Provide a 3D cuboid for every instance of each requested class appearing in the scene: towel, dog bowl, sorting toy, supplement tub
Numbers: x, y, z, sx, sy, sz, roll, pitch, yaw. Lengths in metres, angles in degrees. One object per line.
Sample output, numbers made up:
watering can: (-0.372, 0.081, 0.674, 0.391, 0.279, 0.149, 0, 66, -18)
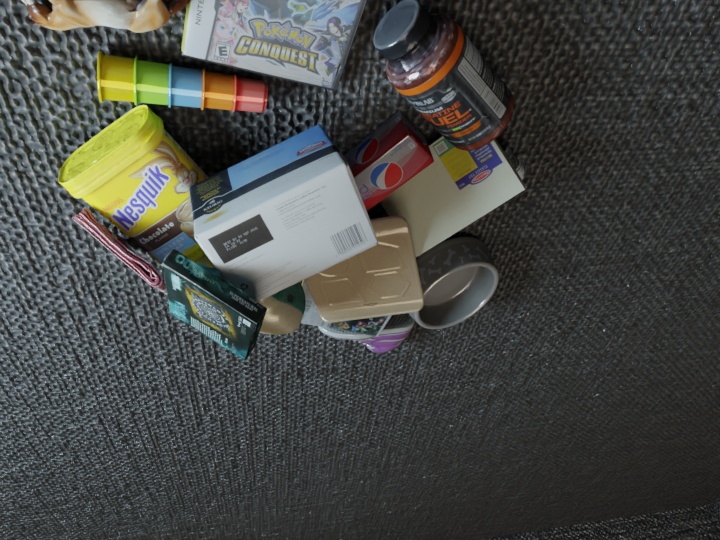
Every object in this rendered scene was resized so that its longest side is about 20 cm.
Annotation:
towel: (-0.320, -0.013, 0.829, 0.023, 0.144, 0.200, -49, 179, -12)
dog bowl: (0.168, 0.031, 1.073, 0.199, 0.059, 0.201, -17, 140, -14)
sorting toy: (0.000, 0.000, 0.929, 0.184, 0.037, 0.200, -8, 134, 9)
supplement tub: (0.105, -0.248, 0.735, 0.107, 0.107, 0.200, -36, 133, 25)

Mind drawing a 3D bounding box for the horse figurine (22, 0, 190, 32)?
horse figurine: (-0.262, -0.294, 0.605, 0.199, 0.050, 0.133, -7, 166, -12)

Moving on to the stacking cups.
stacking cups: (-0.217, -0.232, 0.714, 0.199, 0.061, 0.061, -1, 138, -18)

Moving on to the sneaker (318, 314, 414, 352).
sneaker: (0.004, 0.131, 1.168, 0.200, 0.073, 0.114, 4, 141, -17)

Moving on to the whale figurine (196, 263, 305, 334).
whale figurine: (-0.174, 0.025, 0.862, 0.199, 0.104, 0.159, 26, 159, -28)

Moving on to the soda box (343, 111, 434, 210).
soda box: (0.007, -0.142, 0.863, 0.200, 0.064, 0.070, -35, 134, 24)

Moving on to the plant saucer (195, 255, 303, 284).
plant saucer: (-0.189, -0.012, 0.935, 0.199, 0.031, 0.201, -2, 111, -6)

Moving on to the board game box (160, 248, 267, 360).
board game box: (-0.196, 0.053, 0.767, 0.135, 0.028, 0.200, 33, 154, -2)

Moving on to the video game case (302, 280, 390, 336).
video game case: (-0.019, 0.041, 1.017, 0.181, 0.023, 0.200, 12, 137, -15)

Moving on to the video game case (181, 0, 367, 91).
video game case: (-0.096, -0.314, 0.671, 0.199, 0.026, 0.181, 7, 136, -21)

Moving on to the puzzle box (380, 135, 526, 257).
puzzle box: (0.130, -0.125, 0.871, 0.200, 0.025, 0.133, -32, 91, 26)

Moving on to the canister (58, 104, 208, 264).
canister: (-0.280, -0.104, 0.796, 0.148, 0.087, 0.200, -33, 132, 7)

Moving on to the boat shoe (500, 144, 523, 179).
boat shoe: (0.155, -0.137, 0.912, 0.199, 0.072, 0.071, -27, 118, 14)

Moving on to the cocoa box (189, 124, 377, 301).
cocoa box: (-0.102, -0.074, 0.753, 0.199, 0.131, 0.134, -26, 129, -2)
